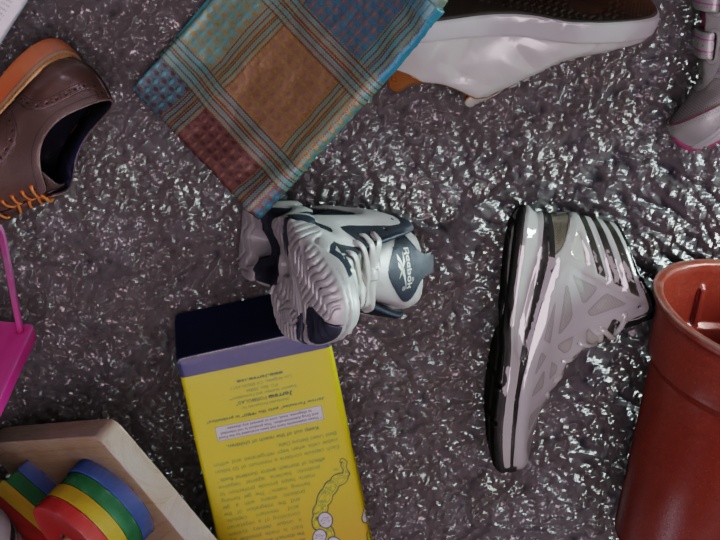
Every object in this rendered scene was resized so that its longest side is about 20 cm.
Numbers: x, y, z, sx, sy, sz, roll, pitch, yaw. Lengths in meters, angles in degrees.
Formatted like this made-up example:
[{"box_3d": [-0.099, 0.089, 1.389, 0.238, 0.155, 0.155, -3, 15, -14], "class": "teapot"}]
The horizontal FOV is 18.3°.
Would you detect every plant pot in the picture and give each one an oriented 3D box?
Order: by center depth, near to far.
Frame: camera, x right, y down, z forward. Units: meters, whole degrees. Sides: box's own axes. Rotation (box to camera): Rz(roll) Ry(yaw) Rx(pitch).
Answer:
[{"box_3d": [0.279, 0.122, 1.609, 0.201, 0.201, 0.195, 12, 113, -9], "class": "plant pot"}]

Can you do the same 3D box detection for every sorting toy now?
[{"box_3d": [-0.177, 0.203, 1.570, 0.070, 0.200, 0.199, -46, 108, -27], "class": "sorting toy"}]

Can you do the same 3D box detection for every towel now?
[{"box_3d": [-0.050, -0.154, 1.535, 0.200, 0.022, 0.147, -48, 66, 9], "class": "towel"}]

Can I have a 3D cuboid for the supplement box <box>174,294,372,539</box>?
[{"box_3d": [-0.061, 0.128, 1.610, 0.109, 0.109, 0.200, -12, 107, -2], "class": "supplement box"}]

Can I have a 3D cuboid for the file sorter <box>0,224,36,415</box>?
[{"box_3d": [-0.341, 0.036, 1.494, 0.200, 0.139, 0.125, 6, 131, 10], "class": "file sorter"}]

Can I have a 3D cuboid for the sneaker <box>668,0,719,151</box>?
[{"box_3d": [0.266, -0.180, 1.575, 0.088, 0.081, 0.200, 29, 93, -11], "class": "sneaker"}]

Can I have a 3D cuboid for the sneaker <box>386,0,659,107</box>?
[{"box_3d": [0.109, -0.162, 1.576, 0.200, 0.073, 0.085, -2, 131, -7], "class": "sneaker"}]

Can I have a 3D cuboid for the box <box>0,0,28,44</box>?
[{"box_3d": [-0.292, -0.163, 1.535, 0.082, 0.049, 0.200, 32, 100, -13], "class": "box"}]

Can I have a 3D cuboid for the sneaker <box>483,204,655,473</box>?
[{"box_3d": [0.156, 0.056, 1.628, 0.115, 0.076, 0.201, 6, 103, -5], "class": "sneaker"}]

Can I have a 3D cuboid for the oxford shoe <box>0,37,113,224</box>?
[{"box_3d": [-0.248, -0.063, 1.544, 0.073, 0.071, 0.200, 41, 101, 26], "class": "oxford shoe"}]

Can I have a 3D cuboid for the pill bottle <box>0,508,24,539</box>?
[{"box_3d": [-0.272, 0.227, 1.530, 0.116, 0.116, 0.200, -27, 121, 2], "class": "pill bottle"}]

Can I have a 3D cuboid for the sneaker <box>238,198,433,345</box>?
[{"box_3d": [0.000, 0.000, 1.540, 0.130, 0.199, 0.080, 1, 100, -18], "class": "sneaker"}]
